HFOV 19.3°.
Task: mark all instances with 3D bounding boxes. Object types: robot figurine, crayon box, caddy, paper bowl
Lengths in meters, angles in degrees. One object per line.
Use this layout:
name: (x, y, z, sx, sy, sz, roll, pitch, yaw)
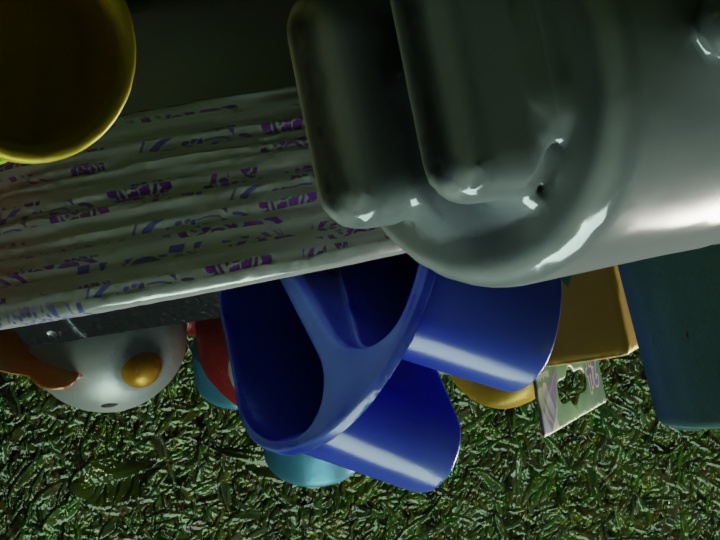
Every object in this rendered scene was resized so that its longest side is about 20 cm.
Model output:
robot figurine: (0.071, -0.058, 0.619, 0.169, 0.113, 0.200, -7, -177, 44)
crayon box: (0.109, -0.029, 1.028, 0.051, 0.200, 0.126, -10, -179, 20)
caddy: (0.000, 0.000, 0.920, 0.105, 0.200, 0.141, 26, 117, -28)
paper bowl: (-0.066, -0.043, 0.771, 0.200, 0.105, 0.201, -9, 180, 0)

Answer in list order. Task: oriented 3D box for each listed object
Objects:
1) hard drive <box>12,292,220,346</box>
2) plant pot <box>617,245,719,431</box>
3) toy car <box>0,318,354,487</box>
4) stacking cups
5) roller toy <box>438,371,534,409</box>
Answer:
hard drive: (-0.086, -0.037, 1.108, 0.200, 0.140, 0.038, -8, 140, 27)
plant pot: (0.182, -0.042, 0.887, 0.200, 0.196, 0.200, -9, 180, 0)
toy car: (-0.111, 0.033, 1.179, 0.200, 0.185, 0.177, -20, -143, -24)
stacking cups: (-0.131, -0.052, 0.611, 0.060, 0.061, 0.200, -10, -178, -30)
roller toy: (0.084, -0.035, 1.212, 0.182, 0.200, 0.140, -33, 170, 29)
